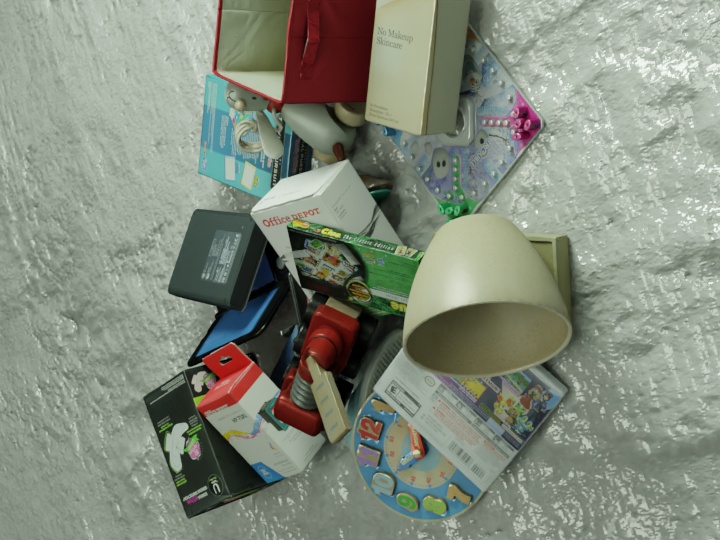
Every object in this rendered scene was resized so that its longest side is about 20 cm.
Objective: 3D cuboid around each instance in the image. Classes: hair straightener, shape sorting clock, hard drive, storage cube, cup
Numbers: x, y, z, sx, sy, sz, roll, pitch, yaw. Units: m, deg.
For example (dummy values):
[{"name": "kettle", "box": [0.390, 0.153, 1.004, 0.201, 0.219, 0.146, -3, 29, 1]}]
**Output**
[{"name": "hair straightener", "box": [-0.075, 0.095, 1.810, 0.076, 0.041, 0.203, -3, 101, 44]}, {"name": "shape sorting clock", "box": [0.081, 0.239, 1.706, 0.197, 0.039, 0.204, 5, 103, 22]}, {"name": "hard drive", "box": [-0.215, -0.019, 1.927, 0.199, 0.033, 0.142, 9, 79, 54]}, {"name": "storage cube", "box": [-0.069, -0.321, 1.662, 0.199, 0.178, 0.174, 30, 119, 48]}, {"name": "cup", "box": [0.144, 0.020, 1.516, 0.199, 0.198, 0.145, -33, 50, 43]}]

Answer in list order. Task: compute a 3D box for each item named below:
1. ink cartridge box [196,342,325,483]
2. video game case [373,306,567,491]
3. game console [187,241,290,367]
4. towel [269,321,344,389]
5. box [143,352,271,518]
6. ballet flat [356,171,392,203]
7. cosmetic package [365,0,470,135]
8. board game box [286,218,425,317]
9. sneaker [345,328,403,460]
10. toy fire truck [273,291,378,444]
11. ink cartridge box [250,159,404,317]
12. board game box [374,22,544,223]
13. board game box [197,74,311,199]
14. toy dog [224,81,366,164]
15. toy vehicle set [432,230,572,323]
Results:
[{"name": "ink cartridge box", "box": [-0.158, 0.208, 1.857, 0.200, 0.067, 0.116, 47, 145, -10]}, {"name": "video game case", "box": [0.137, 0.152, 1.632, 0.200, 0.023, 0.183, 42, 117, 13]}, {"name": "game console", "box": [-0.193, 0.027, 1.917, 0.199, 0.115, 0.178, -24, 83, 44]}, {"name": "towel", "box": [-0.066, 0.125, 1.861, 0.112, 0.048, 0.201, 48, 128, 27]}, {"name": "box", "box": [-0.214, 0.251, 1.962, 0.124, 0.147, 0.203, -31, 77, 42]}, {"name": "ballet flat", "box": [-0.035, -0.102, 1.772, 0.199, 0.067, 0.068, -29, 72, 42]}, {"name": "cosmetic package", "box": [0.072, -0.278, 1.588, 0.103, 0.072, 0.203, 19, 112, 40]}, {"name": "board game box", "box": [0.000, 0.000, 1.627, 0.198, 0.023, 0.106, 16, 133, 29]}, {"name": "sneaker", "box": [0.018, 0.163, 1.773, 0.082, 0.073, 0.203, 44, 117, 56]}, {"name": "toy fire truck", "box": [-0.052, 0.155, 1.662, 0.127, 0.200, 0.178, 25, 123, 6]}, {"name": "ink cartridge box", "box": [-0.031, -0.035, 1.707, 0.145, 0.085, 0.201, -11, 121, 44]}, {"name": "board game box", "box": [0.117, -0.190, 1.630, 0.201, 0.026, 0.201, 56, 131, 21]}, {"name": "board game box", "box": [-0.154, -0.192, 1.882, 0.198, 0.047, 0.153, 23, 114, 39]}, {"name": "toy dog", "box": [-0.084, -0.192, 1.722, 0.097, 0.196, 0.133, -91, 1, -51]}, {"name": "toy vehicle set", "box": [0.176, 0.015, 1.614, 0.198, 0.026, 0.127, 5, 102, 44]}]
